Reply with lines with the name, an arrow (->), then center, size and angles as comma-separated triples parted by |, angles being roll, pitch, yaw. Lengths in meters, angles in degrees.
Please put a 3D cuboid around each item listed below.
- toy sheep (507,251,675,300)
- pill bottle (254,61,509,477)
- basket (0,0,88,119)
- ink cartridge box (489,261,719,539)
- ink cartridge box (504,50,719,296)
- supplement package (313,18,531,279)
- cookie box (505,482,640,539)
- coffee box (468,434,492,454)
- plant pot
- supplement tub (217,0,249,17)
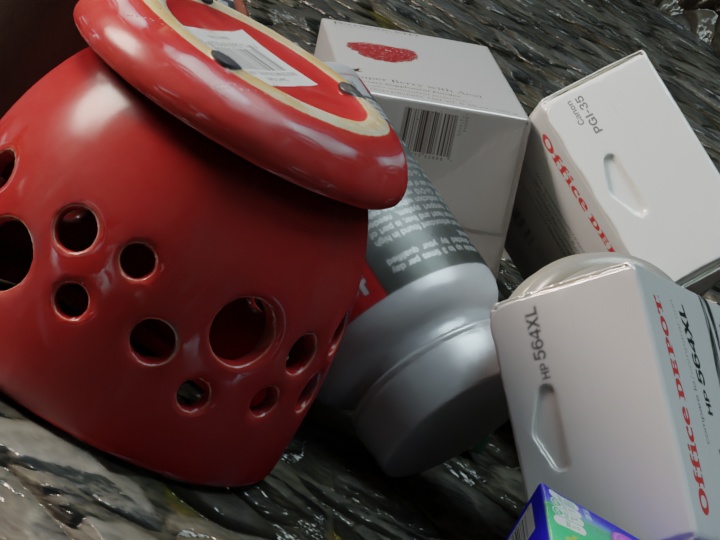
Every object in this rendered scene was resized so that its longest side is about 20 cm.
toy sheep -> 0.146, 0.054, 1.754 | 0.138, 0.138, 0.200 | 26, -5, -18
pill bottle -> 0.000, 0.000, 1.565 | 0.200, 0.114, 0.114 | 56, 22, 19
basket -> -0.180, -0.124, 1.530 | 0.180, 0.200, 0.136 | 33, 14, 16
ink cartridge box -> 0.152, 0.089, 1.533 | 0.200, 0.084, 0.146 | 21, 54, -64
ink cartridge box -> 0.160, -0.033, 1.911 | 0.147, 0.083, 0.200 | 60, -17, 9
supplement package -> 0.028, -0.077, 1.935 | 0.121, 0.120, 0.200 | 9, 16, -9
cookie box -> 0.154, 0.196, 1.350 | 0.200, 0.075, 0.171 | 30, 12, -7
coffee box -> 0.012, 0.030, 1.728 | 0.123, 0.044, 0.200 | 27, 13, -15
plant pot -> -0.085, -0.023, 1.413 | 0.200, 0.183, 0.200 | 31, 14, -8
supplement tub -> -0.171, -0.163, 1.906 | 0.200, 0.107, 0.107 | 18, 18, -45
